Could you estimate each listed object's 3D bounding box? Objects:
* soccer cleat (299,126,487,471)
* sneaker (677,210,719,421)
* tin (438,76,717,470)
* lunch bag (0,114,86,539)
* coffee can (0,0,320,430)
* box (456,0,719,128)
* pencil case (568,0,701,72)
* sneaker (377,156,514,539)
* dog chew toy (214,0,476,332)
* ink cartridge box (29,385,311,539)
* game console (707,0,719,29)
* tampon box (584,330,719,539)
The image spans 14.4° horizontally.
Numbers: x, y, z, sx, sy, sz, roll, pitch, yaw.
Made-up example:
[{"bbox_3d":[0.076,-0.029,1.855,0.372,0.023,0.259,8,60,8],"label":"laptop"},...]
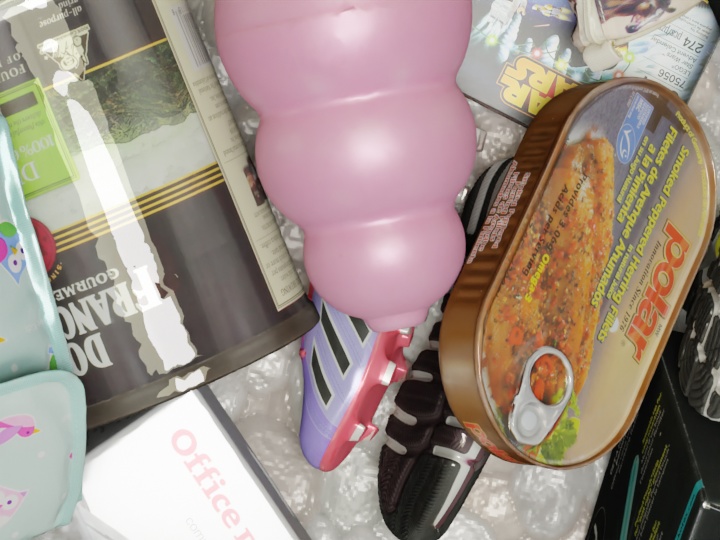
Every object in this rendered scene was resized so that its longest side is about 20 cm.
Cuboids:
[{"bbox_3d":[0.000,0.000,1.437,0.076,0.067,0.201,21,92,10],"label":"soccer cleat"},{"bbox_3d":[0.205,0.021,1.383,0.084,0.200,0.077,20,113,0],"label":"sneaker"},{"bbox_3d":[0.106,0.001,1.377,0.112,0.042,0.201,37,68,-28],"label":"tin"},{"bbox_3d":[-0.221,0.047,1.279,0.170,0.122,0.201,-20,99,-35],"label":"lunch bag"},{"bbox_3d":[-0.123,-0.040,1.378,0.146,0.146,0.201,-23,95,-3],"label":"coffee can"},{"bbox_3d":[0.085,-0.148,1.441,0.199,0.040,0.138,26,93,-6],"label":"box"},{"bbox_3d":[0.105,-0.201,1.362,0.089,0.078,0.201,-31,109,-28],"label":"pencil case"},{"bbox_3d":[0.090,0.052,1.429,0.115,0.076,0.201,19,93,-30],"label":"sneaker"},{"bbox_3d":[0.001,-0.071,1.357,0.124,0.125,0.201,-11,94,-4],"label":"dog chew toy"},{"bbox_3d":[-0.126,0.164,1.423,0.199,0.084,0.146,-34,96,-2],"label":"ink cartridge box"},{"bbox_3d":[0.281,-0.136,1.445,0.175,0.116,0.201,-20,107,22],"label":"game console"},{"bbox_3d":[0.189,0.143,1.375,0.125,0.200,0.151,13,111,-6],"label":"tampon box"}]
